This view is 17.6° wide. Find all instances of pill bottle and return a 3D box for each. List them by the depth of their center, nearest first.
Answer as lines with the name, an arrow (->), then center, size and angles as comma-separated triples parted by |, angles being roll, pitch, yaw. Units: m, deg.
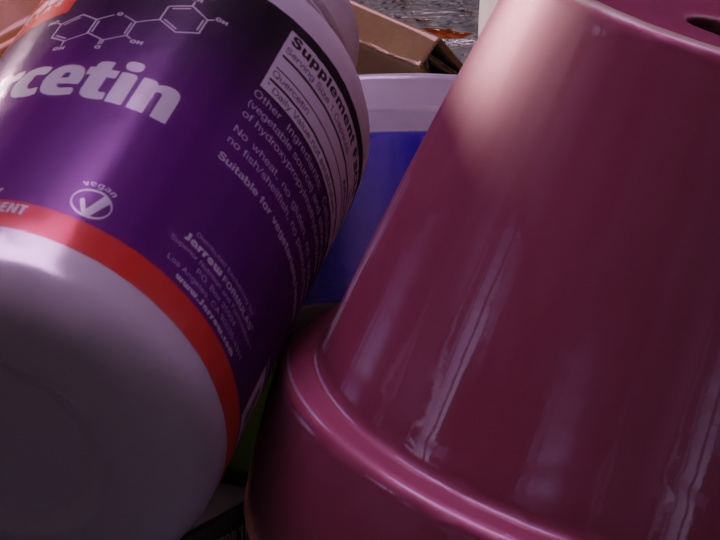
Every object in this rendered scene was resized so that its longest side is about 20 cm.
pill bottle -> -0.065, -0.017, 0.667 | 0.112, 0.113, 0.200 | 2, 39, 19

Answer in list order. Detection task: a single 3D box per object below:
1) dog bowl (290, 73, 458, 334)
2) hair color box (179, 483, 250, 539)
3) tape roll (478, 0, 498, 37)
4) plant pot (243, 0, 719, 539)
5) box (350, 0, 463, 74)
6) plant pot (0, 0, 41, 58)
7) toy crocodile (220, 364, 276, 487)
dog bowl -> 0.000, 0.000, 0.848 | 0.200, 0.079, 0.200 | -5, -16, -1
hair color box -> -0.137, 0.095, 0.712 | 0.200, 0.061, 0.101 | 5, 16, 32
tape roll -> 0.116, -0.081, 1.072 | 0.066, 0.200, 0.200 | -7, 15, -14
plant pot -> 0.082, 0.013, 0.654 | 0.200, 0.179, 0.200 | 14, 19, -5
box -> -0.026, -0.086, 0.937 | 0.200, 0.021, 0.163 | 26, -8, 29
plant pot -> -0.162, -0.080, 0.852 | 0.200, 0.140, 0.200 | -33, 0, 0
toy crocodile -> -0.040, 0.051, 0.769 | 0.200, 0.062, 0.067 | 17, -19, -27
